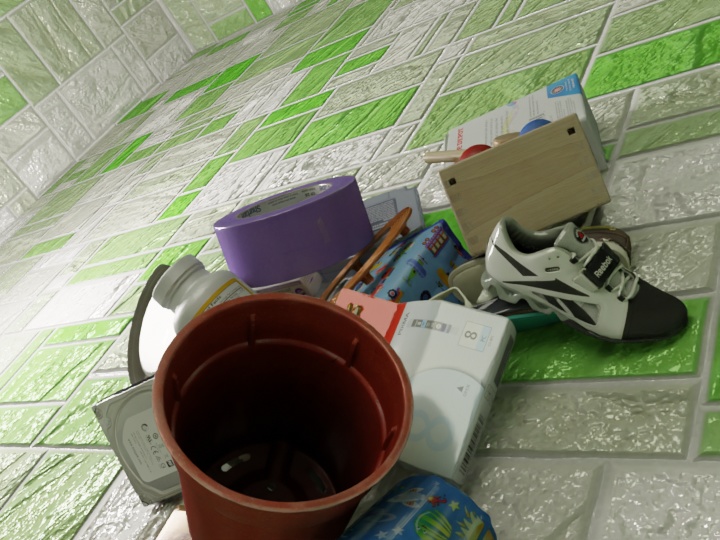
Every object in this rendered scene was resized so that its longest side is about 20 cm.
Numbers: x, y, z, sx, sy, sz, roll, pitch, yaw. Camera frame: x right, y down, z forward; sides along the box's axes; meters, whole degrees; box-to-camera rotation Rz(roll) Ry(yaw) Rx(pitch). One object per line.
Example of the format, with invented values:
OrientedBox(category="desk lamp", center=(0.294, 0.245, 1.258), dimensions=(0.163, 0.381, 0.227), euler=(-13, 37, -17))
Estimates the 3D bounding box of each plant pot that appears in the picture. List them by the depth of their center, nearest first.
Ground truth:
OrientedBox(category="plant pot", center=(-0.072, 0.159, 0.661), dimensions=(0.199, 0.196, 0.201), euler=(7, 44, -7))

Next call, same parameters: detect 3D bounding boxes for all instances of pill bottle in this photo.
OrientedBox(category="pill bottle", center=(-0.155, 0.070, 0.948), dimensions=(0.104, 0.200, 0.104), euler=(-50, -6, -7))

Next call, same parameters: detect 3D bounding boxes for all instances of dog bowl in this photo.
OrientedBox(category="dog bowl", center=(-0.271, 0.086, 1.126), dimensions=(0.200, 0.058, 0.201), euler=(-25, 58, 47))

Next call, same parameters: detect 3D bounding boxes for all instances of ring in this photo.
OrientedBox(category="ring", center=(0.000, 0.000, 0.969), dimensions=(0.201, 0.019, 0.200), euler=(-48, 7, 8))

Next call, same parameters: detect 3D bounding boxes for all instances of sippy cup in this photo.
OrientedBox(category="sippy cup", center=(0.036, 0.232, 0.589), dimensions=(0.177, 0.140, 0.130), euler=(17, 44, 34))

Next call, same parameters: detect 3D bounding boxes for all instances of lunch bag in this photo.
OrientedBox(category="lunch bag", center=(0.029, 0.031, 0.964), dimensions=(0.151, 0.094, 0.200), euler=(-52, 23, -26))

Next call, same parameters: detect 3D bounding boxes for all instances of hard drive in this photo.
OrientedBox(category="hard drive", center=(-0.200, 0.179, 0.905), dimensions=(0.199, 0.140, 0.038), euler=(-24, 5, 16))

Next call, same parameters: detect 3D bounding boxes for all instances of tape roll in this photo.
OrientedBox(category="tape roll", center=(-0.088, -0.054, 1.027), dimensions=(0.199, 0.085, 0.200), euler=(-18, 13, 4))

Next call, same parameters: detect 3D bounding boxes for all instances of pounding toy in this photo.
OrientedBox(category="pounding toy", center=(0.170, -0.111, 0.911), dimensions=(0.183, 0.143, 0.200), euler=(-22, 1, 13))

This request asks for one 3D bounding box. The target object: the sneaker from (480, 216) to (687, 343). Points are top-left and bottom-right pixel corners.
OrientedBox(category="sneaker", center=(0.210, 0.004, 0.733), dimensions=(0.199, 0.089, 0.074), euler=(18, 41, 21))

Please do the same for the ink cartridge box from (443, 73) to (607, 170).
OrientedBox(category="ink cartridge box", center=(0.219, -0.167, 1.058), dimensions=(0.199, 0.085, 0.145), euler=(-20, 30, 23))

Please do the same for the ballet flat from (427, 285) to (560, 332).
OrientedBox(category="ballet flat", center=(0.123, 0.044, 0.815), dimensions=(0.199, 0.073, 0.073), euler=(-20, 30, 13))

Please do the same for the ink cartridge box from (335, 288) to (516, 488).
OrientedBox(category="ink cartridge box", center=(0.032, 0.100, 0.759), dimensions=(0.199, 0.047, 0.161), euler=(15, 70, 25))

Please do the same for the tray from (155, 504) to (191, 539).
OrientedBox(category="tray", center=(-0.137, 0.289, 0.776), dimensions=(0.199, 0.037, 0.099), euler=(-12, 35, 38))

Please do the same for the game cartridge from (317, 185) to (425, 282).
OrientedBox(category="game cartridge", center=(-0.003, -0.049, 1.129), dimensions=(0.199, 0.041, 0.133), euler=(-18, 33, 11))

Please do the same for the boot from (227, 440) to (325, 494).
OrientedBox(category="boot", center=(-0.061, 0.136, 0.841), dimensions=(0.181, 0.073, 0.200), euler=(27, 64, 10))

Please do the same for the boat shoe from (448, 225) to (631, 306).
OrientedBox(category="boat shoe", center=(0.194, -0.005, 0.848), dimensions=(0.199, 0.072, 0.060), euler=(-12, 28, 31))

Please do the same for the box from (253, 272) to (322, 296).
OrientedBox(category="box", center=(-0.147, 0.032, 1.117), dimensions=(0.199, 0.039, 0.042), euler=(-14, 37, 32))
